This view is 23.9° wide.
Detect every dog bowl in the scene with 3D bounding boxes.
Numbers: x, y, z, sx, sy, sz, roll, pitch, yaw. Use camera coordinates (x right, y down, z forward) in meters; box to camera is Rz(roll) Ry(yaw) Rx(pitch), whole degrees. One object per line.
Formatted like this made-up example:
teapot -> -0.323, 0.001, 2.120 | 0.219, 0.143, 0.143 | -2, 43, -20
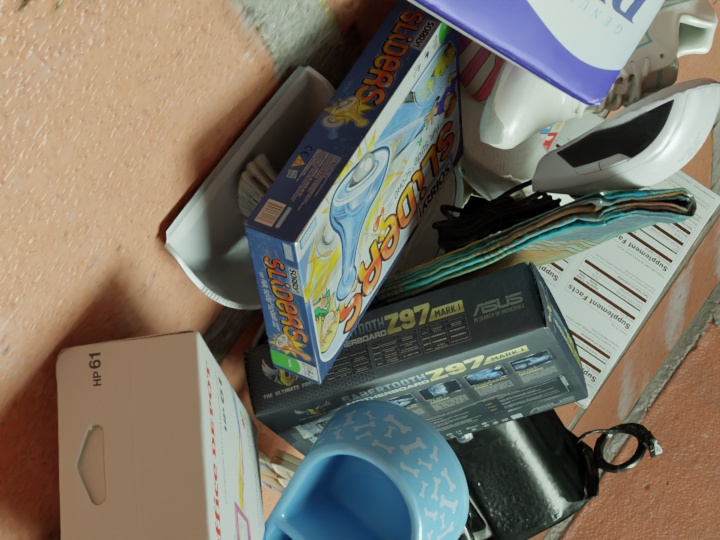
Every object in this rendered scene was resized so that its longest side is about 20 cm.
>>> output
dog bowl -> -0.012, 0.175, 1.080 | 0.049, 0.111, 0.201 | -31, 155, -56

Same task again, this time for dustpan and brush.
dustpan and brush -> -0.040, -0.019, 1.043 | 0.140, 0.057, 0.200 | -52, 163, -13

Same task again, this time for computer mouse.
computer mouse -> 0.146, -0.060, 1.072 | 0.199, 0.044, 0.109 | -29, 167, 39

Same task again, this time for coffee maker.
coffee maker -> 0.093, 0.092, 1.296 | 0.191, 0.135, 0.201 | -32, 114, -7

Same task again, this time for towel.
towel -> 0.104, -0.010, 1.098 | 0.199, 0.022, 0.146 | -23, 170, 33

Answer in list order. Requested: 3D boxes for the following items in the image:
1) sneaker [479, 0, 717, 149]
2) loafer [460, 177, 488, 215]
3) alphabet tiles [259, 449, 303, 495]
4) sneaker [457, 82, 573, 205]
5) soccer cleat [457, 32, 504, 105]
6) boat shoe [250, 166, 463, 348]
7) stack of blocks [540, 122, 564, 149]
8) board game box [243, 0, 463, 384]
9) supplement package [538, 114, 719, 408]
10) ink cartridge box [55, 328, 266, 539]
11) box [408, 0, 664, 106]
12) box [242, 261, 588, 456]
sneaker -> 0.149, -0.131, 1.040 | 0.200, 0.080, 0.071 | -40, 160, -31
loafer -> 0.071, -0.043, 1.287 | 0.200, 0.069, 0.076 | -31, 150, -54
alphabet tiles -> -0.010, 0.180, 1.258 | 0.015, 0.194, 0.200 | -63, 166, -16
sneaker -> 0.089, -0.090, 1.195 | 0.075, 0.088, 0.201 | -47, 123, -16
soccer cleat -> 0.092, -0.160, 1.055 | 0.067, 0.076, 0.201 | -47, 145, -20
boat shoe -> 0.000, 0.000, 1.162 | 0.201, 0.073, 0.067 | -55, 166, -2
stack of blocks -> 0.143, -0.177, 1.257 | 0.201, 0.058, 0.115 | -61, 162, 17
board game box -> 0.002, -0.051, 1.012 | 0.201, 0.034, 0.136 | -58, 157, -30
supplement package -> 0.177, -0.014, 1.430 | 0.201, 0.146, 0.191 | -57, 178, 3
ink cartridge box -> -0.109, 0.136, 0.984 | 0.200, 0.084, 0.146 | 69, 13, -69
box -> 0.094, -0.214, 0.872 | 0.183, 0.105, 0.201 | 22, 103, -45
box -> 0.040, 0.069, 1.125 | 0.198, 0.052, 0.158 | -18, 156, 11
